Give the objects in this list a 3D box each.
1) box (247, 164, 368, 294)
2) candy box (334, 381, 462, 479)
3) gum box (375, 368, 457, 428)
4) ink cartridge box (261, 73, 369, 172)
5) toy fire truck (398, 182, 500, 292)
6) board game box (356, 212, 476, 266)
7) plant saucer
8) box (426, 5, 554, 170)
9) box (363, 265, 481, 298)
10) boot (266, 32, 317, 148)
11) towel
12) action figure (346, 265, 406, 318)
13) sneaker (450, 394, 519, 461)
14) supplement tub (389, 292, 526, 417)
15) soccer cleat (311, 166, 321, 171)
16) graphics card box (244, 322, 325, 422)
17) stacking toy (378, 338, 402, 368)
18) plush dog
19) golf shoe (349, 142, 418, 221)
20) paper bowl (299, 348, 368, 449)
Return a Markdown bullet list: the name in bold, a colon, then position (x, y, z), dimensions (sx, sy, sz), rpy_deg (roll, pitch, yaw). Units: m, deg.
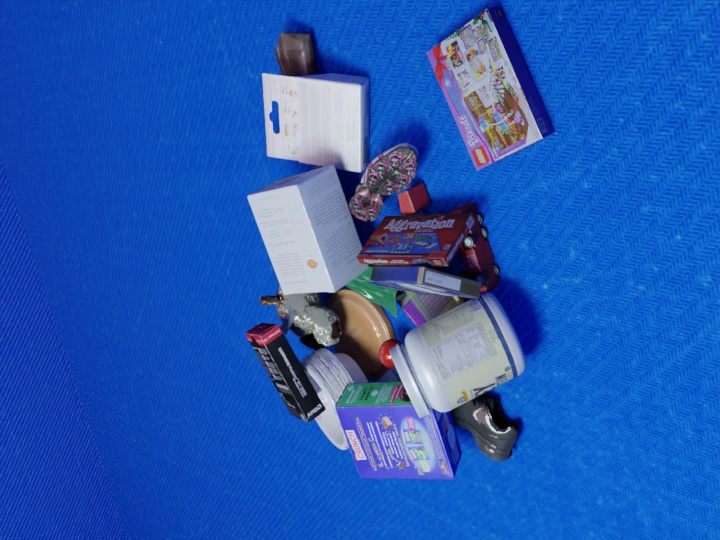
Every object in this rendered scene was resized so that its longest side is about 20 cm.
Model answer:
- **box**: position (-0.096, -0.071, 1.375), dimensions (0.150, 0.106, 0.205), rpy_deg (-4, 112, 45)
- **candy box**: position (0.071, 0.295, 1.378), dimensions (0.195, 0.077, 0.173), rpy_deg (-7, 115, 27)
- **gum box**: position (0.099, 0.283, 1.524), dimensions (0.172, 0.044, 0.201), rpy_deg (55, 141, 13)
- **ink cartridge box**: position (-0.080, -0.277, 1.368), dimensions (0.195, 0.050, 0.165), rpy_deg (12, 121, 20)
- **toy fire truck**: position (0.152, -0.055, 1.283), dimensions (0.139, 0.048, 0.205), rpy_deg (-8, 104, 50)
- **board game box**: position (0.089, -0.052, 1.236), dimensions (0.197, 0.104, 0.020), rpy_deg (1, 136, 47)
- **plant saucer**: position (-0.006, 0.136, 1.572), dimensions (0.198, 0.032, 0.205), rpy_deg (26, 128, 37)
- **box**: position (0.193, -0.271, 1.129), dimensions (0.135, 0.039, 0.204), rpy_deg (-21, 94, 50)
- **box**: position (0.099, 0.019, 1.268), dimensions (0.199, 0.118, 0.033), rpy_deg (-1, 77, 61)
- **boot**: position (-0.139, -0.345, 1.434), dimensions (0.183, 0.064, 0.205), rpy_deg (-8, 108, 35)
- **towel**: position (0.117, 0.036, 1.391), dimensions (0.201, 0.023, 0.144), rpy_deg (52, 138, 14)
- **action figure**: position (0.000, 0.000, 1.438), dimensions (0.197, 0.054, 0.121), rpy_deg (26, 129, 31)
- **sneaker**: position (0.211, 0.256, 1.378), dimensions (0.198, 0.076, 0.092), rpy_deg (34, 127, 18)
- **supplement tub**: position (0.159, 0.143, 1.237), dimensions (0.148, 0.196, 0.145), rpy_deg (63, -179, -3)
- **soccer cleat**: position (-0.049, -0.115, 1.469), dimensions (0.067, 0.074, 0.203), rpy_deg (0, 127, 33)
- **graphics card box**: position (-0.153, 0.203, 1.504), dimensions (0.204, 0.050, 0.125), rpy_deg (63, 159, -8)
- **stacking toy**: position (0.118, 0.170, 1.389), dimensions (0.196, 0.085, 0.088), rpy_deg (12, 120, 33)
- **plush dog**: position (-0.126, 0.080, 1.578), dimensions (0.172, 0.156, 0.205), rpy_deg (93, 167, -71)
- **golf shoe**: position (0.042, -0.172, 1.305), dimensions (0.071, 0.094, 0.200), rpy_deg (28, 146, -14)
- **paper bowl**: position (-0.043, 0.254, 1.534), dimensions (0.201, 0.103, 0.203), rpy_deg (50, 156, 31)
